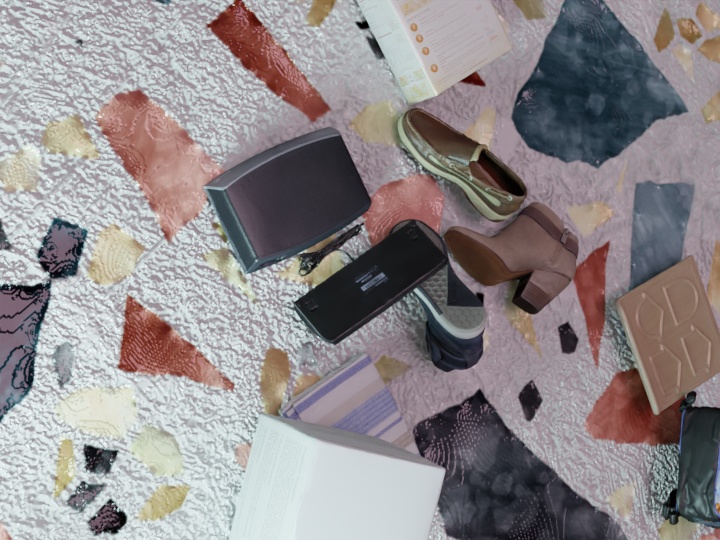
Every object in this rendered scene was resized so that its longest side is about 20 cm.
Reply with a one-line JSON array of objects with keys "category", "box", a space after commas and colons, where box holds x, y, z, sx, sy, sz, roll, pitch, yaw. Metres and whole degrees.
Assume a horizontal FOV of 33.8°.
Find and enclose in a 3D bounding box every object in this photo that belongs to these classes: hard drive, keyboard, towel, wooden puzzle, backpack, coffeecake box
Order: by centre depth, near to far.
[{"category": "hard drive", "box": [-0.083, -0.092, 1.482, 0.200, 0.042, 0.135, -29, 98, -29]}, {"category": "keyboard", "box": [0.000, 0.000, 1.501, 0.200, 0.021, 0.127, -34, 71, -19]}, {"category": "towel", "box": [-0.004, 0.221, 1.516, 0.147, 0.024, 0.200, -34, 103, -28]}, {"category": "coffeecake box", "box": [0.092, -0.350, 1.591, 0.153, 0.073, 0.200, -34, 103, -28]}, {"category": "backpack", "box": [0.560, 0.301, 1.773, 0.190, 0.154, 0.200, 26, 73, -49]}, {"category": "wooden puzzle", "box": [0.467, 0.096, 1.799, 0.200, 0.046, 0.186, -27, 100, -34]}]

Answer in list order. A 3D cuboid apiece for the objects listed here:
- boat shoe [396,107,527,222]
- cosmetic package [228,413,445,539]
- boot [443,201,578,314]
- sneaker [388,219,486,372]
[{"category": "boat shoe", "box": [0.143, -0.154, 1.586, 0.202, 0.075, 0.075, 38, 57, -10]}, {"category": "cosmetic package", "box": [-0.033, 0.274, 1.373, 0.166, 0.200, 0.168, 16, 87, -22]}, {"category": "boot", "box": [0.218, -0.039, 1.653, 0.200, 0.070, 0.146, 42, 59, -18]}, {"category": "sneaker", "box": [0.099, 0.041, 1.567, 0.077, 0.146, 0.202, -24, 58, -10]}]
